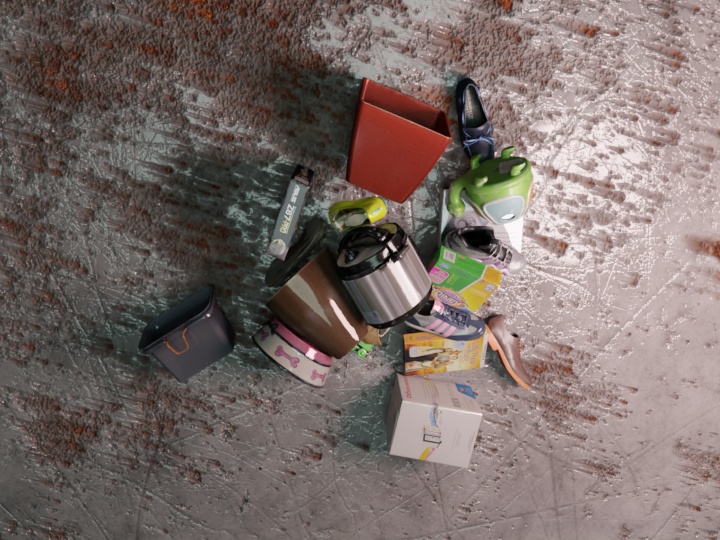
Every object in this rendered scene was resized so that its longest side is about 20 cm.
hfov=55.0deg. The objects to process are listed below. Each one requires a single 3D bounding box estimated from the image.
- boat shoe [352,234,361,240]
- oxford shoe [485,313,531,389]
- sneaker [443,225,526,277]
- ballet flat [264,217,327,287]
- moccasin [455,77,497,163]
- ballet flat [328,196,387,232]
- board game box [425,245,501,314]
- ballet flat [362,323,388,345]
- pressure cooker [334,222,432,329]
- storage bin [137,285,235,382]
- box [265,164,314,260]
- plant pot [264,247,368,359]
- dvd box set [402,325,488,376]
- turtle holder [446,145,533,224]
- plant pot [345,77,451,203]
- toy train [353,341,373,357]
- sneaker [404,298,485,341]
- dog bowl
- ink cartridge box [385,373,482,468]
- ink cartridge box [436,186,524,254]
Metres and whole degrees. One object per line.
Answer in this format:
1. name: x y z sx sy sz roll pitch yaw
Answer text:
1. boat shoe: 0.003 0.000 1.581 0.071 0.068 0.205 4 106 -3
2. oxford shoe: 0.363 0.196 1.652 0.072 0.071 0.202 -35 104 3
3. sneaker: 0.286 -0.045 1.493 0.195 0.140 0.080 14 76 -8
4. ballet flat: -0.144 -0.035 1.576 0.201 0.068 0.046 -49 133 8
5. moccasin: 0.244 -0.311 1.499 0.079 0.068 0.204 -21 108 4
6. ballet flat: -0.023 -0.115 1.485 0.067 0.198 0.068 -45 111 -33
7. board game box: 0.204 0.042 1.556 0.150 0.041 0.201 22 143 -7
8. ballet flat: 0.061 0.081 1.596 0.071 0.068 0.205 22 94 9
9. pressure cooker: 0.043 -0.004 1.454 0.173 0.180 0.202 -28 110 12
10. storage bin: -0.386 0.159 1.586 0.197 0.146 0.136 -31 115 7
11. box: -0.149 -0.129 1.469 0.048 0.200 0.164 21 104 -8
12. plant pot: -0.078 0.088 1.523 0.186 0.187 0.201 -41 92 10
13. dvd box set: 0.198 0.191 1.626 0.194 0.030 0.148 -6 141 -1
14. turtle holder: 0.281 -0.164 1.469 0.182 0.141 0.134 -27 121 -9
15. plant pot: 0.061 -0.263 1.453 0.195 0.201 0.179 21 117 -8
16. toy train: -0.050 0.132 1.634 0.199 0.042 0.057 39 92 -12
17. sneaker: 0.187 0.103 1.547 0.194 0.072 0.083 10 147 7
18. dog bowl: -0.146 0.177 1.566 0.198 0.200 0.075 35 93 -11
19. ink cartridge box: 0.168 0.355 1.650 0.194 0.148 0.149 11 106 -5
20. ink cartridge box: 0.274 -0.086 1.580 0.193 0.041 0.206 0 107 -2
